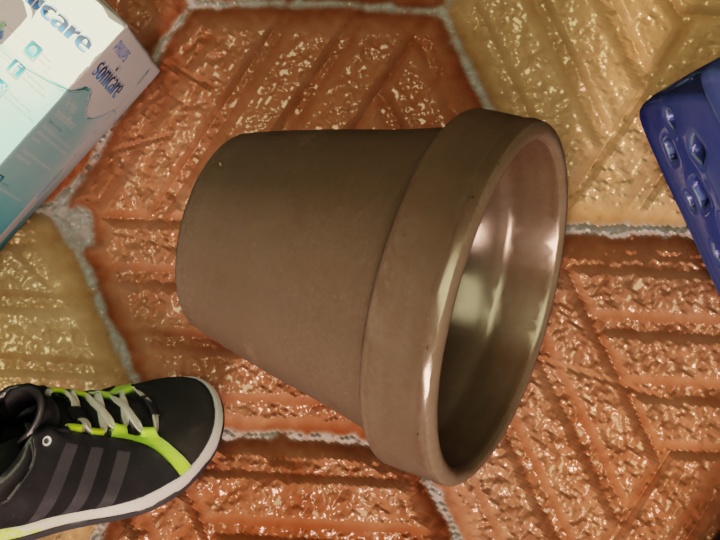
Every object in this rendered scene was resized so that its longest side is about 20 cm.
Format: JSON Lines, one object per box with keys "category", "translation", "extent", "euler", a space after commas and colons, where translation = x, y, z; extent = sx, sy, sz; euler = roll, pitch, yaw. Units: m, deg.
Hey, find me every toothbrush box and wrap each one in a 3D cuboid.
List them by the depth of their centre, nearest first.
{"category": "toothbrush box", "translation": [-0.212, -0.076, 1.091], "extent": [0.085, 0.146, 0.200], "euler": [42, 89, 4]}

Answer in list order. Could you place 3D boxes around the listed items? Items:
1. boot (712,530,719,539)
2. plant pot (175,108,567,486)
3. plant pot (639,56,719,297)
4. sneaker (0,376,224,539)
{"category": "boot", "translation": [0.263, 0.194, 1.095], "extent": [0.155, 0.073, 0.200], "euler": [39, 82, 7]}
{"category": "plant pot", "translation": [0.000, 0.000, 1.075], "extent": [0.175, 0.200, 0.200], "euler": [14, 86, 21]}
{"category": "plant pot", "translation": [0.285, -0.057, 1.059], "extent": [0.200, 0.180, 0.200], "euler": [-26, 85, -1]}
{"category": "sneaker", "translation": [-0.160, 0.096, 1.075], "extent": [0.200, 0.083, 0.072], "euler": [-22, 52, -27]}
